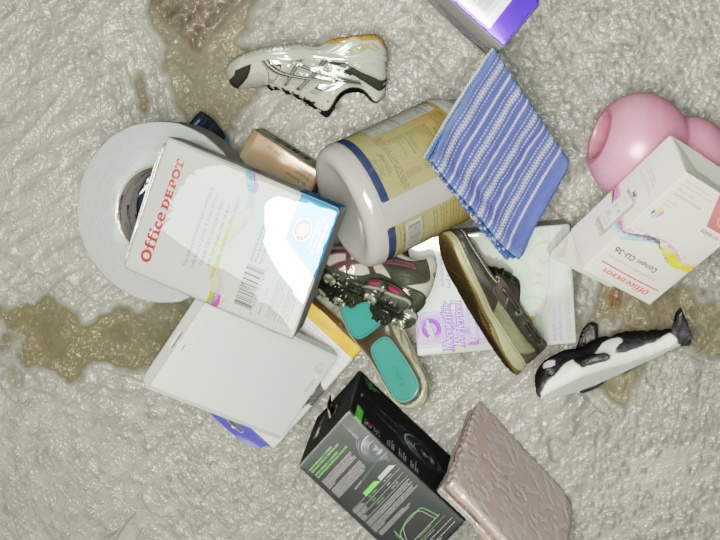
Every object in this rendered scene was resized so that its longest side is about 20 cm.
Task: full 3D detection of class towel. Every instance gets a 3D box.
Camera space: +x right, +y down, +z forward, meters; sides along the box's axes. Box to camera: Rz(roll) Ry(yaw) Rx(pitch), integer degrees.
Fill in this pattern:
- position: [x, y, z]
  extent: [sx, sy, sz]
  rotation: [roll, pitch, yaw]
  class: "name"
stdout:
- position: [0.180, 0.276, 1.143]
  extent: [0.191, 0.200, 0.032]
  rotation: [47, 116, -2]
  class: "towel"
- position: [0.157, -0.120, 1.044]
  extent: [0.200, 0.024, 0.146]
  rotation: [43, 74, -41]
  class: "towel"

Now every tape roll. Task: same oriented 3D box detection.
- position: [-0.220, -0.068, 1.095]
  extent: [0.195, 0.066, 0.205]
  rotation: [1, 97, 7]
  class: "tape roll"

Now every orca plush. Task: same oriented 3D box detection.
- position: [0.299, 0.088, 1.167]
  extent: [0.198, 0.105, 0.072]
  rotation: [-29, 62, 18]
  class: "orca plush"

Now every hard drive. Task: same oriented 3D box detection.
- position: [-0.139, 0.115, 1.129]
  extent: [0.198, 0.026, 0.133]
  rotation: [29, 103, -36]
  class: "hard drive"

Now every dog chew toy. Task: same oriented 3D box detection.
- position: [0.367, -0.128, 1.107]
  extent: [0.196, 0.125, 0.127]
  rotation: [15, 100, -7]
  class: "dog chew toy"

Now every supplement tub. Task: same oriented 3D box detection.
- position: [0.062, -0.108, 1.090]
  extent: [0.197, 0.144, 0.147]
  rotation: [-26, 98, -18]
  class: "supplement tub"

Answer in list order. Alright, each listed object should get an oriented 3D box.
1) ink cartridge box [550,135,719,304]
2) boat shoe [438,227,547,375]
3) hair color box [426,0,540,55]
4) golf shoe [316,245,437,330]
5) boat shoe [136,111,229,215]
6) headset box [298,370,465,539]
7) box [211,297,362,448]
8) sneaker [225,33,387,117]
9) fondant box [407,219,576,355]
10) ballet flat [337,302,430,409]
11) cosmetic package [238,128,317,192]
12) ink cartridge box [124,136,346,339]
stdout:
- position: [0.319, -0.039, 1.064]
  extent: [0.115, 0.068, 0.200]
  rotation: [23, 129, -25]
  class: "ink cartridge box"
- position: [0.155, 0.027, 1.106]
  extent: [0.064, 0.073, 0.202]
  rotation: [-34, 117, -7]
  class: "boat shoe"
- position: [0.130, -0.297, 1.051]
  extent: [0.109, 0.200, 0.065]
  rotation: [41, 98, -3]
  class: "hair color box"
- position: [0.000, 0.000, 1.147]
  extent: [0.197, 0.078, 0.089]
  rotation: [23, 64, 28]
  class: "golf shoe"
- position: [-0.257, -0.124, 1.172]
  extent: [0.198, 0.084, 0.069]
  rotation: [-36, 113, -6]
  class: "boat shoe"
- position: [0.025, 0.233, 1.157]
  extent: [0.200, 0.174, 0.093]
  rotation: [43, 100, -2]
  class: "headset box"
- position: [-0.103, 0.129, 1.218]
  extent: [0.119, 0.042, 0.200]
  rotation: [41, 102, -3]
  class: "box"
- position: [-0.063, -0.226, 1.139]
  extent: [0.195, 0.076, 0.090]
  rotation: [-6, 99, 6]
  class: "sneaker"
- position: [0.160, 0.021, 1.172]
  extent: [0.195, 0.058, 0.148]
  rotation: [-5, 99, 6]
  class: "fondant box"
- position: [0.027, 0.081, 1.187]
  extent: [0.067, 0.062, 0.203]
  rotation: [-30, 73, 17]
  class: "ballet flat"
- position: [-0.132, -0.060, 1.164]
  extent: [0.102, 0.087, 0.202]
  rotation: [29, 100, -1]
  class: "cosmetic package"
- position: [-0.132, -0.037, 1.014]
  extent: [0.197, 0.085, 0.147]
  rotation: [22, 98, 2]
  class: "ink cartridge box"
